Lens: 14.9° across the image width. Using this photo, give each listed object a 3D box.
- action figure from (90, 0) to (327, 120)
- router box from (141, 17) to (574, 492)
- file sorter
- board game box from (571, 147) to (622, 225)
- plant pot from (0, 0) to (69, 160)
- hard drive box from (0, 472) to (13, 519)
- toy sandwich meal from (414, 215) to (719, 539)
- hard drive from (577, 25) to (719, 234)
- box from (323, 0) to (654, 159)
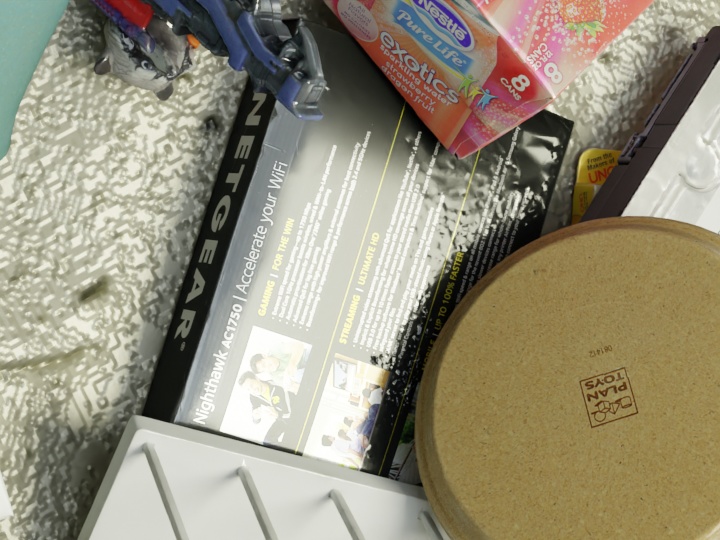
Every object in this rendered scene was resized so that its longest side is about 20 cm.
[{"bbox_3d":[-0.041,-0.145,1.202,0.194,0.200,0.105,-47,152,18],"label":"action figure"},{"bbox_3d":[0.000,0.000,1.279,0.149,0.051,0.201,20,85,-21],"label":"router box"},{"bbox_3d":[-0.024,0.173,1.214,0.200,0.125,0.139,16,111,-23],"label":"file sorter"},{"bbox_3d":[0.144,0.043,1.359,0.095,0.030,0.201,4,89,-24],"label":"board game box"},{"bbox_3d":[-0.198,-0.144,1.122,0.199,0.200,0.189,2,107,-23],"label":"plant pot"},{"bbox_3d":[-0.268,0.062,1.154,0.200,0.077,0.156,-21,101,-21],"label":"hard drive box"},{"bbox_3d":[0.124,0.071,1.230,0.205,0.205,0.070,-58,152,-10],"label":"toy sandwich meal"},{"bbox_3d":[0.209,-0.006,1.353,0.200,0.038,0.140,40,74,-23],"label":"hard drive"},{"bbox_3d":[0.093,-0.156,1.258,0.200,0.095,0.103,-43,98,-30],"label":"box"}]
